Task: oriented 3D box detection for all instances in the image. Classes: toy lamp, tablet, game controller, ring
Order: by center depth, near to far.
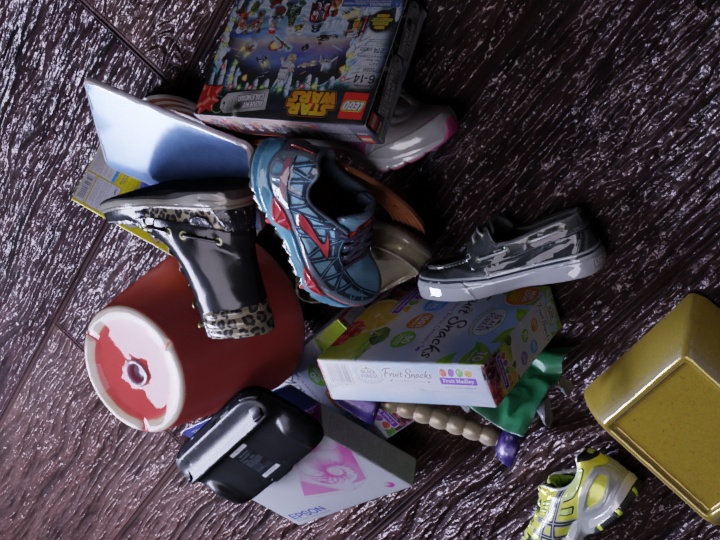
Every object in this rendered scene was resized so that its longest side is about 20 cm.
[{"bbox_3d":[-0.024,-0.081,1.331,0.199,0.019,0.201,24,168,6],"label":"ring"},{"bbox_3d":[-0.184,-0.116,1.347,0.199,0.014,0.131,23,147,19],"label":"tablet"},{"bbox_3d":[0.070,0.151,1.416,0.198,0.058,0.058,16,132,3],"label":"toy lamp"},{"bbox_3d":[-0.123,0.193,1.467,0.104,0.042,0.200,26,138,-20],"label":"game controller"}]

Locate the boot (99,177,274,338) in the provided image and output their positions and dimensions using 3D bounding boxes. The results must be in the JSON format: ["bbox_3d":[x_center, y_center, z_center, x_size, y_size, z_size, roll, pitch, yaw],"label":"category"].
[{"bbox_3d":[-0.172,-0.010,1.342,0.202,0.073,0.155,-1,106,39],"label":"boot"}]

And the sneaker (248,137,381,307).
[{"bbox_3d":[-0.023,-0.037,1.242,0.095,0.080,0.200,0,138,38],"label":"sneaker"}]

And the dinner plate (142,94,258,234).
[{"bbox_3d":[-0.184,-0.107,1.498,0.199,0.024,0.201,20,130,25],"label":"dinner plate"}]

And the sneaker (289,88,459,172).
[{"bbox_3d":[0.000,-0.153,1.280,0.199,0.081,0.089,8,127,33],"label":"sneaker"}]

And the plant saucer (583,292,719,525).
[{"bbox_3d":[0.327,0.148,1.279,0.200,0.048,0.200,42,138,4],"label":"plant saucer"}]

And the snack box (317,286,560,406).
[{"bbox_3d":[0.077,0.071,1.332,0.199,0.142,0.053,-1,121,38],"label":"snack box"}]

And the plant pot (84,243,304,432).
[{"bbox_3d":[-0.189,0.077,1.466,0.199,0.177,0.202,14,116,30],"label":"plant pot"}]

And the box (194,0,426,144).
[{"bbox_3d":[-0.049,-0.191,1.252,0.199,0.138,0.040,7,161,33],"label":"box"}]

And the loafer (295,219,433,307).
[{"bbox_3d":[0.000,0.000,1.379,0.075,0.069,0.199,31,157,-26],"label":"loafer"}]

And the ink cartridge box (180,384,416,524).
[{"bbox_3d":[-0.073,0.214,1.524,0.199,0.044,0.196,33,139,-32],"label":"ink cartridge box"}]

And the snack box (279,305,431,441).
[{"bbox_3d":[-0.017,0.135,1.529,0.142,0.053,0.200,48,137,-2],"label":"snack box"}]

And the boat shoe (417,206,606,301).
[{"bbox_3d":[0.138,-0.021,1.292,0.199,0.072,0.071,-13,104,31],"label":"boat shoe"}]

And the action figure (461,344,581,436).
[{"bbox_3d":[0.118,0.105,1.383,0.199,0.118,0.055,14,142,40],"label":"action figure"}]

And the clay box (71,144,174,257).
[{"bbox_3d":[-0.196,-0.079,1.429,0.199,0.115,0.048,28,178,19],"label":"clay box"}]

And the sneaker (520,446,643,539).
[{"bbox_3d":[0.216,0.256,1.436,0.076,0.075,0.200,47,127,9],"label":"sneaker"}]
